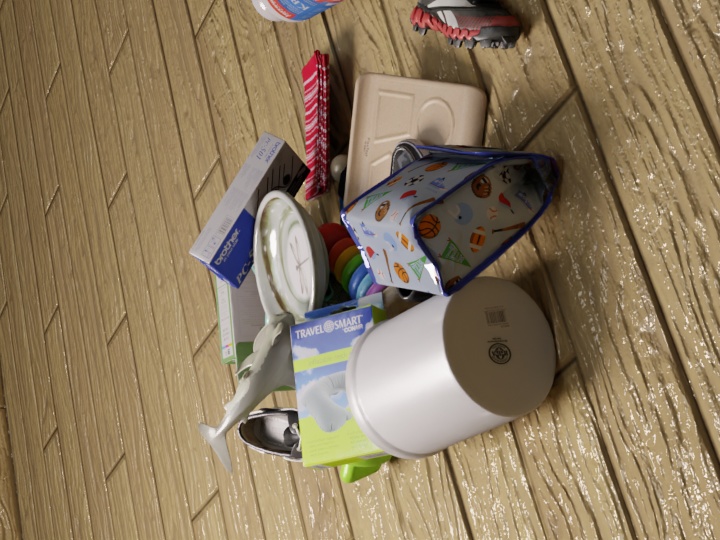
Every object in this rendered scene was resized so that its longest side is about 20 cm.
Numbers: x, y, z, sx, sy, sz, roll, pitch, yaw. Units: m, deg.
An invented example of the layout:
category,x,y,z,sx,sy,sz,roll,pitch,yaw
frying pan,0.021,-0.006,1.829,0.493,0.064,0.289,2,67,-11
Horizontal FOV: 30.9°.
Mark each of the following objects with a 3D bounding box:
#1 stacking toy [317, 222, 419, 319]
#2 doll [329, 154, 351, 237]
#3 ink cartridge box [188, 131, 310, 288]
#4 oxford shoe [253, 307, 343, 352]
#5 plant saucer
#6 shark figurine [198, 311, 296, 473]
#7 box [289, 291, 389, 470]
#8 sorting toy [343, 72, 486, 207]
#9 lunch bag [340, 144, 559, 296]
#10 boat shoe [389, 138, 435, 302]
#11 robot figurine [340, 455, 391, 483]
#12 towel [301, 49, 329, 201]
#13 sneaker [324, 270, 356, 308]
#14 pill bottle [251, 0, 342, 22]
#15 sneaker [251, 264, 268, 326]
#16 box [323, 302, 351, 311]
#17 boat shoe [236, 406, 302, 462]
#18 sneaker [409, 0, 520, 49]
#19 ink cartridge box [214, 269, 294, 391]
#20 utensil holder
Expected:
category,x,y,z,sx,sy,sz,roll,pitch,yaw
stacking toy,0.000,0.000,1.709,0.200,0.084,0.086,45,128,39
doll,0.004,-0.098,1.779,0.200,0.048,0.138,53,133,47
ink cartridge box,-0.152,-0.083,1.821,0.044,0.094,0.202,26,81,30
oxford shoe,-0.094,0.099,1.819,0.199,0.058,0.076,-20,102,47
plant saucer,-0.085,-0.008,1.740,0.200,0.050,0.203,29,123,59
shark figurine,-0.116,0.149,1.644,0.216,0.089,0.128,-60,12,-17
box,-0.019,0.132,1.594,0.120,0.048,0.203,-15,72,23
sorting toy,0.069,-0.146,1.637,0.198,0.036,0.188,14,103,40
lunch bag,0.104,-0.076,1.463,0.169,0.199,0.125,14,134,60
boat shoe,0.058,-0.059,1.585,0.069,0.066,0.204,-2,92,40
robot figurine,0.003,0.174,1.705,0.175,0.115,0.203,32,119,36
towel,-0.067,-0.209,1.897,0.145,0.022,0.204,167,103,-79
sneaker,-0.046,0.002,1.824,0.199,0.090,0.079,30,115,57
pill bottle,-0.082,-0.422,1.877,0.199,0.111,0.114,-10,81,61
sneaker,-0.106,0.023,1.936,0.140,0.077,0.203,-59,-43,-79
box,-0.026,0.154,1.839,0.136,0.037,0.203,25,111,58
boat shoe,-0.078,0.209,1.668,0.198,0.060,0.075,5,96,45
sneaker,0.125,-0.317,1.543,0.200,0.070,0.099,37,123,57
ink cartridge box,-0.162,0.093,2.017,0.059,0.102,0.203,-27,66,57
utensil holder,0.102,0.113,1.481,0.199,0.168,0.173,-30,64,54
